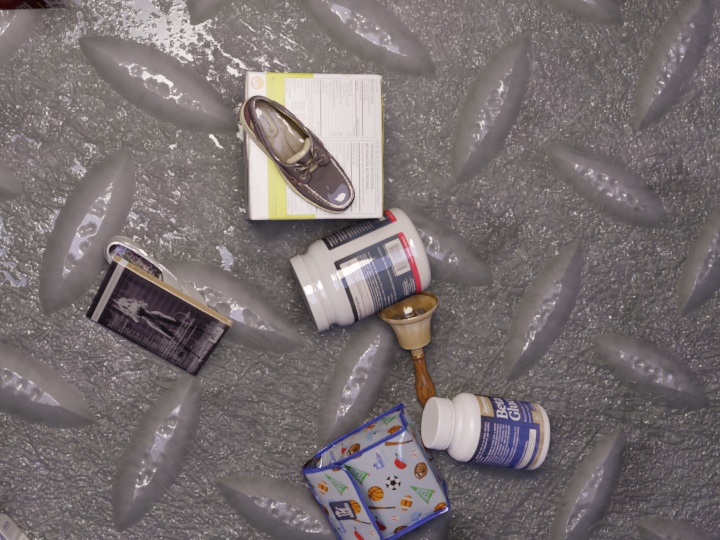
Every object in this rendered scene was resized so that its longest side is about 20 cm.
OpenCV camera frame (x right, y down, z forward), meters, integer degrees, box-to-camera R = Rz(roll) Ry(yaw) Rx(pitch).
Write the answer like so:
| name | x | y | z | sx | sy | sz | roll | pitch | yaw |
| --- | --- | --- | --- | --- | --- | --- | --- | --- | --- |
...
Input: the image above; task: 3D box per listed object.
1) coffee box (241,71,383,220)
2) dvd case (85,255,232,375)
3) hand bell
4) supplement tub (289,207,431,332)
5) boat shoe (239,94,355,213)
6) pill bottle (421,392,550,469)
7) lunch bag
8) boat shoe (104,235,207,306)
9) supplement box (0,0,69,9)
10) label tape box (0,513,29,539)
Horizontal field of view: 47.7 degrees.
| name | x | y | z | sx | sy | sz | roll | pitch | yaw |
| --- | --- | --- | --- | --- | --- | --- | --- | --- | --- |
| coffee box | -0.076 | -0.179 | 1.221 | 0.193 | 0.200 | 0.205 | -2 | 95 | -10 |
| dvd case | -0.310 | 0.073 | 1.249 | 0.198 | 0.016 | 0.149 | 30 | 131 | -12 |
| hand bell | 0.098 | 0.148 | 1.359 | 0.102 | 0.104 | 0.204 | -17 | 111 | -8 |
| supplement tub | 0.000 | 0.000 | 1.284 | 0.197 | 0.140 | 0.143 | -23 | 99 | -7 |
| boat shoe | -0.082 | -0.154 | 1.087 | 0.072 | 0.065 | 0.200 | -43 | 101 | -5 |
| pill bottle | 0.206 | 0.266 | 1.359 | 0.196 | 0.111 | 0.114 | 10 | 94 | -15 |
| lunch bag | 0.024 | 0.350 | 1.337 | 0.197 | 0.124 | 0.172 | -27 | 100 | 7 |
| boat shoe | -0.314 | 0.022 | 1.262 | 0.072 | 0.068 | 0.201 | -42 | 101 | -4 |
| supplement box | -0.527 | -0.411 | 1.159 | 0.195 | 0.109 | 0.062 | -5 | 97 | -9 |
| label tape box | -0.587 | 0.458 | 1.258 | 0.143 | 0.066 | 0.201 | -38 | 98 | -5 |
